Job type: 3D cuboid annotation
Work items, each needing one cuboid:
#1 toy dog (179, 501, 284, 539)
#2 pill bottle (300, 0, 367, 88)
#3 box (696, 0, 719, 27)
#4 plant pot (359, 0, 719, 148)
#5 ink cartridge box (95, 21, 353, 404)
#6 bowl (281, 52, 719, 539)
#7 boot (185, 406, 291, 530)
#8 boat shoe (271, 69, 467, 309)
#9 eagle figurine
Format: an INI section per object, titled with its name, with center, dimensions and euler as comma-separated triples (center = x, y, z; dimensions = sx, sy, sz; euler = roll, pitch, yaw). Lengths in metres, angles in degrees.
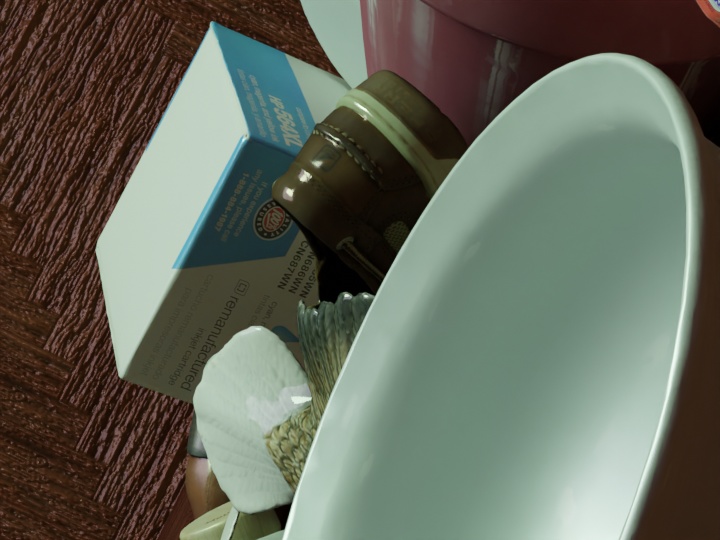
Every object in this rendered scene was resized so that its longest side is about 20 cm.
[toy dog]
center = -0.037, 0.161, 0.986
dimensions = 0.096, 0.132, 0.200
euler = -29, 22, 12
[pill bottle]
center = 0.074, -0.156, 0.959
dimensions = 0.200, 0.111, 0.111
euler = -34, -3, -15
[box]
center = 0.099, -0.182, 0.577
dimensions = 0.095, 0.200, 0.103
euler = -30, -5, -17
[plant pot]
center = 0.079, -0.113, 0.803
dimensions = 0.179, 0.200, 0.200
euler = 100, -171, -45
[ink cartridge box]
center = 0.000, 0.000, 0.963
dimensions = 0.129, 0.200, 0.125
euler = -61, 23, 20
[bowl]
center = 0.056, 0.059, 0.487
dimensions = 0.201, 0.090, 0.201
euler = -56, 19, 32
[boot]
center = -0.049, 0.173, 1.171
dimensions = 0.188, 0.068, 0.200
euler = 26, -111, -75
[boat shoe]
center = 0.009, 0.008, 0.804
dimensions = 0.075, 0.075, 0.202
euler = -42, -35, -14
[eagle figurine]
center = 0.022, 0.074, 0.677
dimensions = 0.151, 0.152, 0.200
euler = -40, 6, 15
